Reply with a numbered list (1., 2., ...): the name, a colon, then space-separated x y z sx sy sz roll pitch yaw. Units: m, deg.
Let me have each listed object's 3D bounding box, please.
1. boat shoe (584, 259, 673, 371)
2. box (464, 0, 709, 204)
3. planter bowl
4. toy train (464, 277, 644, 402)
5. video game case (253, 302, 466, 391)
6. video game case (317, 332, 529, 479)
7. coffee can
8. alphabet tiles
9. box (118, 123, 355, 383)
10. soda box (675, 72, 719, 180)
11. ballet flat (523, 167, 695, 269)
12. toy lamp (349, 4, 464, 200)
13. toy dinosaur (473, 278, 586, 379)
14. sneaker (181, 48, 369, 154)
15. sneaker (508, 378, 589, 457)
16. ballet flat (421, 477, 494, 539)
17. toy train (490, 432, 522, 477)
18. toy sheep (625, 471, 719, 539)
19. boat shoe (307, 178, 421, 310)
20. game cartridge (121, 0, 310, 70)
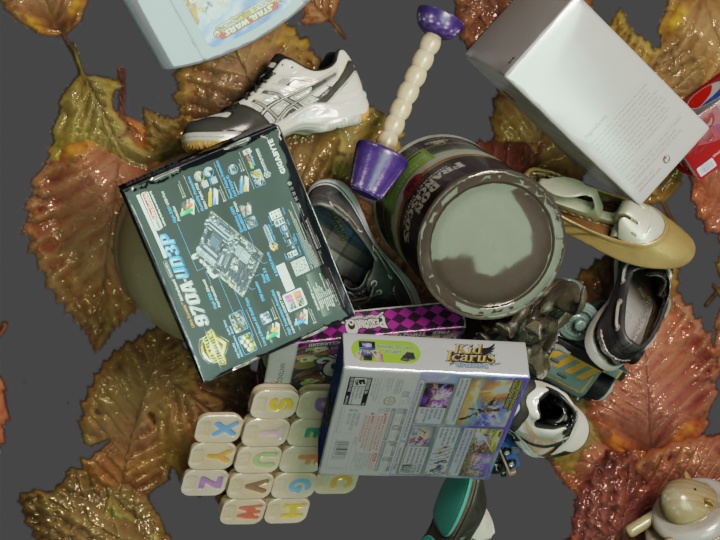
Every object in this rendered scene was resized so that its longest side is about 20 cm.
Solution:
1. boat shoe: 0.298 0.019 1.636 0.074 0.060 0.200 42 53 -9
2. box: 0.226 -0.182 1.571 0.200 0.152 0.106 41 94 -19
3. planter bowl: -0.142 -0.011 1.546 0.200 0.135 0.201 -3 105 -12
4. toy train: 0.209 0.068 1.677 0.200 0.085 0.114 27 110 -19
5. video game case: -0.005 0.092 1.595 0.200 0.181 0.036 -5 64 -11
6. video game case: 0.058 0.139 1.544 0.181 0.045 0.200 4 142 -8
7. coffee can: 0.104 -0.048 1.555 0.146 0.200 0.147 -3 105 -11
8. alphabet tiles: -0.085 0.196 1.632 0.195 0.015 0.200 2 128 -20
9. box: -0.114 -0.017 1.453 0.159 0.046 0.200 -24 101 -10
10. soda box: 0.412 -0.183 1.654 0.200 0.070 0.063 -36 109 -1
11. ballet flat: 0.253 -0.056 1.614 0.200 0.063 0.069 18 61 12
12. toy lamp: 0.044 -0.167 1.560 0.058 0.058 0.200 25 85 -17
13. toy dinosaur: 0.177 0.045 1.540 0.077 0.200 0.102 38 55 13
14. sneaker: -0.092 -0.169 1.547 0.200 0.076 0.088 -16 96 -25
15. sneaker: 0.201 0.162 1.659 0.200 0.080 0.074 26 75 -52
16. ballet flat: 0.103 0.296 1.725 0.068 0.068 0.200 17 111 -26
17. toy train: 0.138 0.151 1.677 0.046 0.034 0.200 -19 127 4
18. toy sheep: 0.385 0.311 1.755 0.138 0.138 0.200 -30 124 -3
19. boat shoe: 0.000 0.000 1.604 0.070 0.066 0.200 -19 109 22
20. game cartridge: -0.133 -0.287 1.526 0.200 0.042 0.133 -30 105 -3
